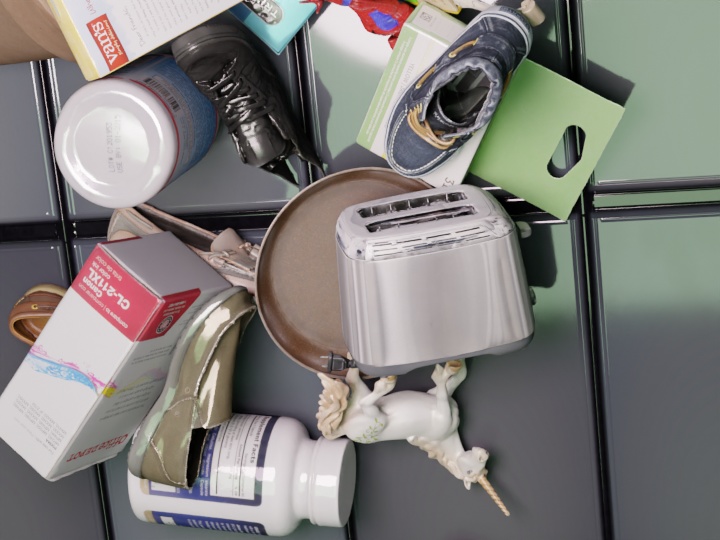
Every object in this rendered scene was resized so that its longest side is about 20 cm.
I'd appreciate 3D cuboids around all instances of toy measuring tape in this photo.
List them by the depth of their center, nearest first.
[{"bbox_3d":[0.083,-0.257,1.625,0.199,0.073,0.074,18,112,38],"label":"toy measuring tape"}]

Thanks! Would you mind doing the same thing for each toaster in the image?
[{"bbox_3d":[0.054,0.007,1.660,0.198,0.114,0.130,-10,113,-7],"label":"toaster"}]

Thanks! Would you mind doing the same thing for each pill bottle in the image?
[{"bbox_3d":[-0.186,-0.129,1.671,0.108,0.200,0.110,3,106,12],"label":"pill bottle"},{"bbox_3d":[-0.108,0.189,1.790,0.198,0.111,0.112,5,106,11],"label":"pill bottle"}]

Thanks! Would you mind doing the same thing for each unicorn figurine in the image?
[{"bbox_3d":[0.053,0.132,1.749,0.198,0.074,0.138,10,124,-2],"label":"unicorn figurine"}]

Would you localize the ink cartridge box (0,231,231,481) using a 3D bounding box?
[{"bbox_3d":[-0.222,0.073,1.690,0.083,0.146,0.201,39,107,13],"label":"ink cartridge box"}]

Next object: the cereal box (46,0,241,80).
[{"bbox_3d":[-0.172,-0.266,1.589,0.199,0.039,0.145,-31,104,-22],"label":"cereal box"}]

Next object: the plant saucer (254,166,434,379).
[{"bbox_3d":[0.000,0.000,1.724,0.198,0.032,0.202,-4,110,-11],"label":"plant saucer"}]

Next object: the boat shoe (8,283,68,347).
[{"bbox_3d":[-0.240,0.073,1.810,0.198,0.068,0.073,18,108,7],"label":"boat shoe"}]

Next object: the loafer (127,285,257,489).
[{"bbox_3d":[-0.136,0.108,1.707,0.069,0.075,0.201,30,105,16],"label":"loafer"}]

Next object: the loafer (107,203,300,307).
[{"bbox_3d":[-0.143,-0.017,1.766,0.198,0.072,0.064,14,101,12],"label":"loafer"}]

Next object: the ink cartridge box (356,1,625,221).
[{"bbox_3d":[0.110,-0.126,1.661,0.199,0.048,0.146,30,134,5],"label":"ink cartridge box"}]

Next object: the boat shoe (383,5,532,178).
[{"bbox_3d":[0.065,-0.130,1.584,0.071,0.091,0.201,35,134,-3],"label":"boat shoe"}]

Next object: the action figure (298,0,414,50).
[{"bbox_3d":[-0.011,-0.240,1.626,0.065,0.200,0.052,14,76,42],"label":"action figure"}]

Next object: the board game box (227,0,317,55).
[{"bbox_3d":[-0.063,-0.315,1.665,0.151,0.047,0.200,40,110,-8],"label":"board game box"}]

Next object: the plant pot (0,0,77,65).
[{"bbox_3d":[-0.295,-0.262,1.682,0.173,0.200,0.202,-17,102,35],"label":"plant pot"}]

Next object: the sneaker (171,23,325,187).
[{"bbox_3d":[-0.095,-0.140,1.669,0.060,0.200,0.105,-25,74,14],"label":"sneaker"}]
